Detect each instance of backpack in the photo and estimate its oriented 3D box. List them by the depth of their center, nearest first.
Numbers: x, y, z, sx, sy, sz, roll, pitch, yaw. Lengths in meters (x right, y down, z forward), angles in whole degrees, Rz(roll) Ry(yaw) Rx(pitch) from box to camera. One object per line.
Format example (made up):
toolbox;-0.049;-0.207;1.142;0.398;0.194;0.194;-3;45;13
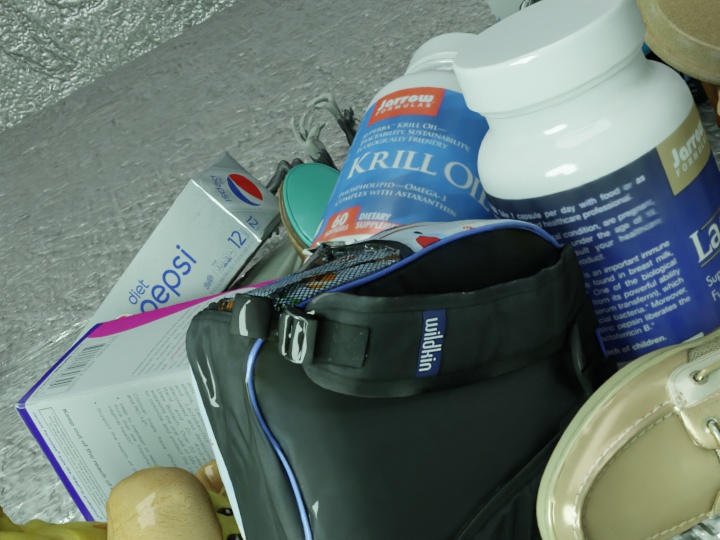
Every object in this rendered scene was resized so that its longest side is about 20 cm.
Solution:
backpack;0.025;0.068;0.565;0.188;0.203;0.153;-23;18;-26

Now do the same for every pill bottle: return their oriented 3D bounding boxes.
pill bottle;0.127;-0.035;0.627;0.114;0.202;0.116;-23;21;10
pill bottle;0.042;-0.047;0.733;0.111;0.113;0.202;-13;42;34

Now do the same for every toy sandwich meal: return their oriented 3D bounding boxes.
toy sandwich meal;0.281;-0.167;0.830;0.201;0.071;0.208;-8;49;9

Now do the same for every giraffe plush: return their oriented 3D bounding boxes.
giraffe plush;-0.122;0.159;0.604;0.159;0.175;0.200;-16;-14;0

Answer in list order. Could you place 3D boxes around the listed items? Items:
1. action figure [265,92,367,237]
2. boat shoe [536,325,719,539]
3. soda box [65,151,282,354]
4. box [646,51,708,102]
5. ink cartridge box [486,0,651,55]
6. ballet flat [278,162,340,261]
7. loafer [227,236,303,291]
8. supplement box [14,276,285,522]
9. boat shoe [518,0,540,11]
action figure;-0.029;-0.108;1.137;0.197;0.103;0.119;-25;9;12
boat shoe;0.163;0.065;0.535;0.199;0.072;0.064;-34;21;-19
soda box;-0.139;0.011;0.914;0.200;0.068;0.064;-50;2;29
box;0.272;-0.195;1.036;0.197;0.050;0.199;-18;22;25
ink cartridge box;0.210;-0.258;0.954;0.199;0.149;0.144;-35;7;-18
ballet flat;0.000;0.000;0.841;0.067;0.073;0.200;-24;40;-21
loafer;-0.070;0.022;0.925;0.069;0.071;0.200;1;34;36
supplement box;-0.102;0.083;0.778;0.198;0.104;0.101;-15;23;34
boat shoe;0.144;-0.103;0.835;0.067;0.204;0.071;-15;-20;38
